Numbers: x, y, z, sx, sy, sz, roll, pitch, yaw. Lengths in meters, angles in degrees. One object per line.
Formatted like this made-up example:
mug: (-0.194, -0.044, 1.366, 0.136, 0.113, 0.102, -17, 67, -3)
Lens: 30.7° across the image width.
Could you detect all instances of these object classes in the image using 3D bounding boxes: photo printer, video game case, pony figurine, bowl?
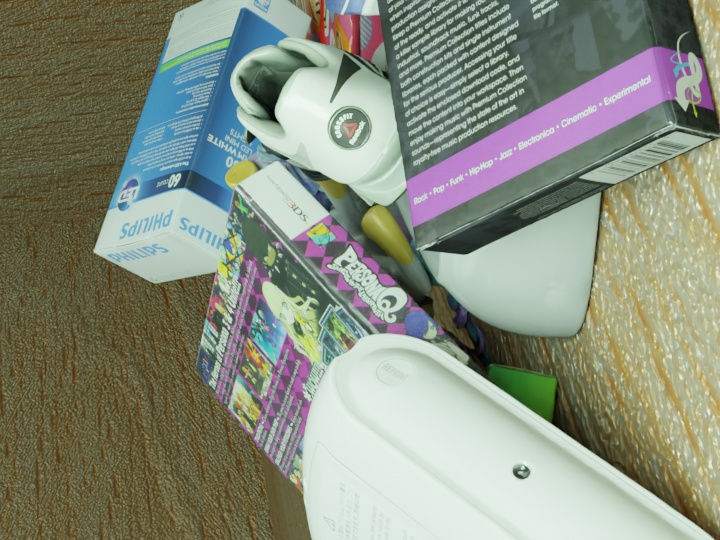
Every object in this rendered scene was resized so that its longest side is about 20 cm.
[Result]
photo printer: (0.055, 0.129, 0.592, 0.200, 0.069, 0.167, 34, 143, 29)
video game case: (-0.014, 0.064, 0.725, 0.181, 0.036, 0.200, 45, 149, 17)
pony figurine: (0.000, 0.000, 0.847, 0.200, 0.166, 0.193, 50, 178, -39)
bowl: (0.063, -0.079, 0.701, 0.200, 0.074, 0.200, -113, 19, -57)

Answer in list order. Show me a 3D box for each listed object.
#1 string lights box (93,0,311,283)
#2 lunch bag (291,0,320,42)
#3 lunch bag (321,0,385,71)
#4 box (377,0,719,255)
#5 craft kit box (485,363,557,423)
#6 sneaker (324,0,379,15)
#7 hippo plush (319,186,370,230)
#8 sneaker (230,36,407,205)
string lights box: (-0.111, -0.097, 0.927, 0.103, 0.059, 0.201, -9, 59, 48)
lunch bag: (-0.022, -0.241, 1.079, 0.176, 0.082, 0.201, 108, 154, -69)
lunch bag: (0.018, -0.202, 0.846, 0.176, 0.082, 0.201, -104, 13, -59)
box: (0.067, -0.124, 0.561, 0.143, 0.036, 0.201, -25, 68, 46)
craft kit box: (0.061, 0.181, 0.772, 0.198, 0.048, 0.201, 113, 169, -65)
sneaker: (-0.027, -0.235, 0.666, 0.081, 0.115, 0.200, -120, 32, -66)
hippo plush: (-0.042, -0.073, 0.985, 0.200, 0.159, 0.161, 57, 151, 7)
sneaker: (-0.028, -0.091, 0.691, 0.074, 0.088, 0.200, -61, 18, 1)
